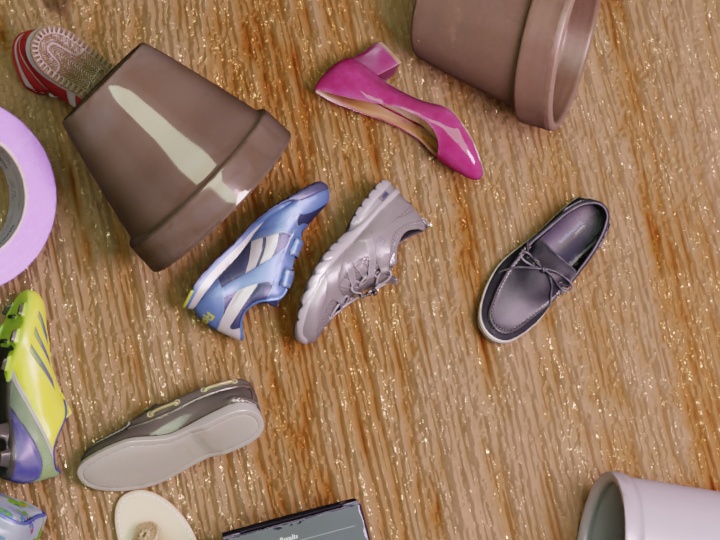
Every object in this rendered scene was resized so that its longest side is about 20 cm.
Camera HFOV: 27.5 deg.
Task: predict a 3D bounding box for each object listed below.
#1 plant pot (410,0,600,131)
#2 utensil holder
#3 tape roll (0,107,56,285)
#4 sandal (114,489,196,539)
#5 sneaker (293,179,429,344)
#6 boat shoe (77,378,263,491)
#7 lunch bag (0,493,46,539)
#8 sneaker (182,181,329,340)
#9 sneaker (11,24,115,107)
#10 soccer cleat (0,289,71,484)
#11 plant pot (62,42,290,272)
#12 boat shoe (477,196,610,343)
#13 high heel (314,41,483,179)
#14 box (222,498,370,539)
[{"bbox_3d":[0.154,-0.267,1.585,0.174,0.200,0.201,17,79,16],"label":"plant pot"},{"bbox_3d":[0.340,0.304,1.512,0.199,0.170,0.171,9,81,-6],"label":"utensil holder"},{"bbox_3d":[-0.417,-0.076,1.505,0.199,0.066,0.201,-1,91,-28],"label":"tape roll"},{"bbox_3d":[-0.192,0.322,1.502,0.077,0.070,0.212,-21,84,-9],"label":"sandal"},{"bbox_3d":[0.000,0.000,1.568,0.082,0.075,0.200,34,79,2],"label":"sneaker"},{"bbox_3d":[-0.199,0.171,1.530,0.201,0.072,0.060,-20,43,3],"label":"boat shoe"},{"bbox_3d":[-0.415,0.238,1.448,0.199,0.161,0.083,23,85,0],"label":"lunch bag"},{"bbox_3d":[-0.097,-0.011,1.565,0.082,0.074,0.200,44,87,0],"label":"sneaker"},{"bbox_3d":[-0.289,-0.190,1.580,0.200,0.112,0.071,44,75,-29],"label":"sneaker"},{"bbox_3d":[-0.341,0.122,1.532,0.083,0.065,0.201,10,74,-34],"label":"soccer cleat"},{"bbox_3d":[-0.198,-0.130,1.486,0.200,0.200,0.174,-46,105,-10],"label":"plant pot"},{"bbox_3d":[0.201,-0.004,1.598,0.075,0.062,0.200,43,81,0],"label":"boat shoe"},{"bbox_3d":[0.043,-0.157,1.597,0.096,0.067,0.200,-37,82,-20],"label":"high heel"},{"bbox_3d":[-0.049,0.347,1.496,0.147,0.104,0.201,-13,82,-7],"label":"box"}]
